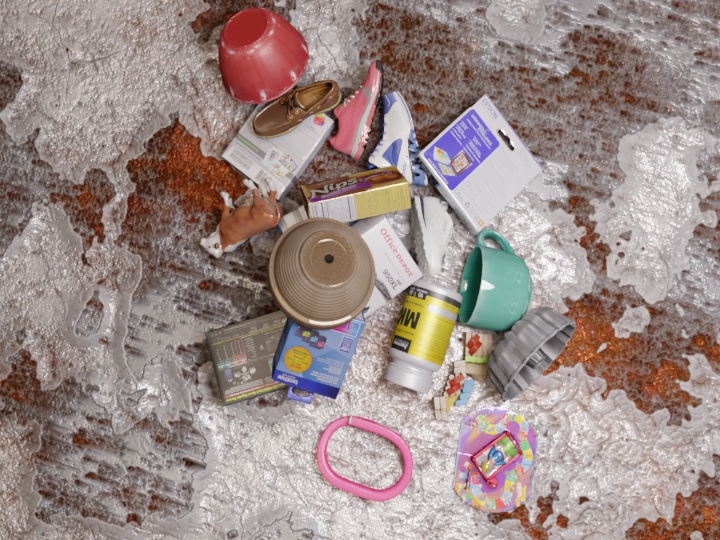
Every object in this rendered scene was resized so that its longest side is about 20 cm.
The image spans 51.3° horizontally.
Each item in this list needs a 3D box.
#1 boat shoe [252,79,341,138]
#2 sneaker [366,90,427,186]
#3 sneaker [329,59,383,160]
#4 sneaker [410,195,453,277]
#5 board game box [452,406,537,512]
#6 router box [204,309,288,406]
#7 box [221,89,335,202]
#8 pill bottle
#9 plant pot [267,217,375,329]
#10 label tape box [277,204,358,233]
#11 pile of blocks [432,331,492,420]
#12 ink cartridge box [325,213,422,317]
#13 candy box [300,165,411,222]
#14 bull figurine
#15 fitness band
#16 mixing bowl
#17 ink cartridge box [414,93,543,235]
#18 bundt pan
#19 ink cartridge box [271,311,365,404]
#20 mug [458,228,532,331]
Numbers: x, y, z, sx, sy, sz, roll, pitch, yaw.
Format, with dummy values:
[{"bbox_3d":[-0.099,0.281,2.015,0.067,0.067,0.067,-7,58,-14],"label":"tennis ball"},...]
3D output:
[{"bbox_3d":[-0.132,-0.334,1.513,0.196,0.068,0.073,-25,83,0],"label":"boat shoe"},{"bbox_3d":[0.058,-0.256,1.528,0.112,0.081,0.204,-17,85,-1],"label":"sneaker"},{"bbox_3d":[-0.009,-0.329,1.514,0.085,0.074,0.205,17,106,0],"label":"sneaker"},{"bbox_3d":[0.147,-0.072,1.471,0.078,0.077,0.203,4,49,-8],"label":"sneaker"},{"bbox_3d":[0.267,0.373,1.469,0.154,0.039,0.205,9,85,4],"label":"board game box"},{"bbox_3d":[-0.199,0.172,1.506,0.195,0.062,0.154,-16,83,1],"label":"router box"},{"bbox_3d":[-0.170,-0.270,1.562,0.155,0.041,0.202,35,88,6],"label":"box"},{"bbox_3d":[0.120,0.129,1.467,0.112,0.114,0.205,18,85,5],"label":"pill bottle"},{"bbox_3d":[-0.062,-0.005,1.314,0.195,0.093,0.206,4,73,-12],"label":"plant pot"},{"bbox_3d":[-0.053,-0.083,1.524,0.197,0.066,0.146,-29,84,1],"label":"label tape box"},{"bbox_3d":[0.207,0.212,1.479,0.081,0.062,0.203,27,86,6],"label":"pile of blocks"},{"bbox_3d":[0.000,0.000,1.453,0.198,0.084,0.146,-36,110,2],"label":"ink cartridge box"},{"bbox_3d":[-0.011,-0.143,1.442,0.195,0.117,0.058,-12,115,-7],"label":"candy box"},{"bbox_3d":[-0.243,-0.106,1.517,0.196,0.065,0.124,-19,75,24],"label":"bull figurine"},{"bbox_3d":[0.009,0.372,1.487,0.195,0.037,0.147,18,86,6],"label":"fitness band"},{"bbox_3d":[-0.211,-0.453,1.516,0.195,0.109,0.205,-6,64,13],"label":"mixing bowl"},{"bbox_3d":[0.239,-0.213,1.506,0.199,0.043,0.199,-41,96,-14],"label":"ink cartridge box"},{"bbox_3d":[0.314,0.150,1.421,0.202,0.202,0.076,-45,65,-3],"label":"bundt pan"},{"bbox_3d":[-0.086,0.150,1.410,0.133,0.077,0.204,17,110,-11],"label":"ink cartridge box"},{"bbox_3d":[0.268,0.023,1.447,0.111,0.152,0.190,11,97,-7],"label":"mug"}]
